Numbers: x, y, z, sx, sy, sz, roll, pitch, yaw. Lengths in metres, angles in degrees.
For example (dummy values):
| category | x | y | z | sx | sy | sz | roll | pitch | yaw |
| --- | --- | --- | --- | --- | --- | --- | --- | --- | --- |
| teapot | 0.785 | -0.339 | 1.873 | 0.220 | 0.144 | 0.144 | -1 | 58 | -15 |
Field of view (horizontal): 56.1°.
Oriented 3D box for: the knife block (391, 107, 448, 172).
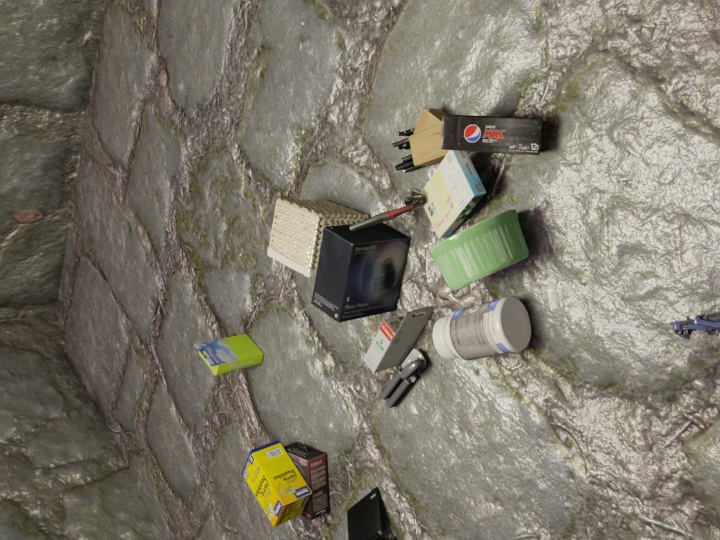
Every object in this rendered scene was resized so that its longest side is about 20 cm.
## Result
| category | x | y | z | sx | sy | sz | roll | pitch | yaw |
| --- | --- | --- | --- | --- | --- | --- | --- | --- | --- |
| knife block | 0.159 | -0.266 | 1.532 | 0.200 | 0.063 | 0.178 | 46 | 128 | 33 |

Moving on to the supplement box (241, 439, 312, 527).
| category | x | y | z | sx | sy | sz | roll | pitch | yaw |
| --- | --- | --- | --- | --- | --- | --- | --- | --- | --- |
| supplement box | -0.248 | 0.622 | 1.986 | 0.200 | 0.108 | 0.110 | 47 | 129 | 32 |

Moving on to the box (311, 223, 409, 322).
| category | x | y | z | sx | sy | sz | roll | pitch | yaw |
| --- | --- | --- | --- | --- | --- | --- | --- | --- | --- |
| box | 0.000 | 0.000 | 1.652 | 0.122 | 0.197 | 0.203 | 28 | 117 | 41 |

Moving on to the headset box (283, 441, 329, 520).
| category | x | y | z | sx | sy | sz | roll | pitch | yaw |
| --- | --- | --- | --- | --- | --- | --- | --- | --- | --- |
| headset box | -0.169 | 0.620 | 2.036 | 0.147 | 0.076 | 0.205 | 5 | 101 | 48 |

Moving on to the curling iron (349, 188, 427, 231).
| category | x | y | z | sx | sy | sz | roll | pitch | yaw |
| --- | --- | --- | --- | --- | --- | --- | --- | --- | --- |
| curling iron | 0.062 | -0.136 | 1.565 | 0.197 | 0.026 | 0.050 | -23 | 123 | 20 |

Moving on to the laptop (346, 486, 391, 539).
| category | x | y | z | sx | sy | sz | roll | pitch | yaw |
| --- | --- | --- | --- | --- | --- | --- | --- | --- | --- |
| laptop | 0.052 | 0.733 | 1.856 | 0.200 | 0.103 | 0.178 | 42 | 130 | 3 |

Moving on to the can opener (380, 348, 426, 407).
| category | x | y | z | sx | sy | sz | roll | pitch | yaw |
| --- | --- | --- | --- | --- | --- | --- | --- | --- | --- |
| can opener | 0.102 | 0.271 | 1.689 | 0.053 | 0.066 | 0.202 | 53 | 136 | 26 |

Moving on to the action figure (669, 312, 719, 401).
| category | x | y | z | sx | sy | sz | roll | pitch | yaw |
| --- | --- | --- | --- | --- | --- | --- | --- | --- | --- |
| action figure | 0.598 | 0.107 | 1.079 | 0.195 | 0.104 | 0.199 | -1 | 91 | 23 |

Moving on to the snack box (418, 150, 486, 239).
| category | x | y | z | sx | sy | sz | roll | pitch | yaw |
| --- | --- | --- | --- | --- | --- | --- | --- | --- | --- |
| snack box | 0.197 | -0.167 | 1.479 | 0.118 | 0.036 | 0.200 | 67 | 156 | 17 |

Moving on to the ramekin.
| category | x | y | z | sx | sy | sz | roll | pitch | yaw |
| --- | --- | --- | --- | --- | --- | --- | --- | --- | --- |
| ramekin | 0.246 | -0.037 | 1.381 | 0.199 | 0.198 | 0.100 | -30 | 82 | 46 |

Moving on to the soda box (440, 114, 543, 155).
| category | x | y | z | sx | sy | sz | roll | pitch | yaw |
| --- | --- | --- | --- | --- | --- | --- | --- | --- | --- |
| soda box | 0.260 | -0.272 | 1.348 | 0.195 | 0.063 | 0.073 | 6 | 103 | 12 |

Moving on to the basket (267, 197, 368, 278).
| category | x | y | z | sx | sy | sz | roll | pitch | yaw |
| --- | --- | --- | --- | --- | --- | --- | --- | --- | --- |
| basket | -0.110 | -0.089 | 1.768 | 0.198 | 0.195 | 0.165 | 23 | 109 | 44 |

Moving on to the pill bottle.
| category | x | y | z | sx | sy | sz | roll | pitch | yaw |
| --- | --- | --- | --- | --- | --- | --- | --- | --- | --- |
| pill bottle | 0.256 | 0.130 | 1.452 | 0.198 | 0.112 | 0.117 | -20 | 82 | 47 |

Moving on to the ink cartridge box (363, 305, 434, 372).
| category | x | y | z | sx | sy | sz | roll | pitch | yaw |
| --- | --- | --- | --- | --- | --- | --- | --- | --- | --- |
| ink cartridge box | 0.093 | 0.153 | 1.641 | 0.050 | 0.107 | 0.203 | 47 | 127 | 31 |

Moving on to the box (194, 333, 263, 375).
| category | x | y | z | sx | sy | sz | roll | pitch | yaw |
| --- | --- | --- | --- | --- | --- | --- | --- | --- | --- |
| box | -0.424 | 0.268 | 2.170 | 0.122 | 0.197 | 0.049 | 39 | 124 | 36 |
